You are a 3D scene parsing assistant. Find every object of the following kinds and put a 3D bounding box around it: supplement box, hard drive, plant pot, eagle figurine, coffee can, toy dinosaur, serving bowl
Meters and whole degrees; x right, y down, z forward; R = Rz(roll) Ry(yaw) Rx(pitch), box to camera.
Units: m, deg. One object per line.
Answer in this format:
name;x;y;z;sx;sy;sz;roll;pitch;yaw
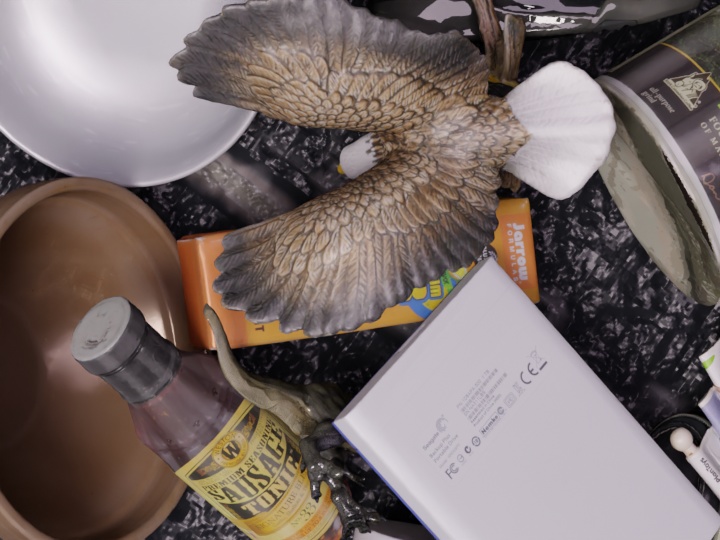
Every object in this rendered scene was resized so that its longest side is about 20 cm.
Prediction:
supplement box;0.000;0.000;0.900;0.198;0.069;0.067;-8;91;-18
hard drive;0.094;0.110;0.857;0.200;0.025;0.132;48;62;-6
plant pot;-0.175;0.054;0.860;0.092;0.200;0.203;-6;91;33
eagle figurine;0.016;-0.065;0.824;0.199;0.152;0.152;-16;59;-39
coffee can;0.246;-0.093;0.901;0.199;0.146;0.147;-31;94;-5
toy dinosaur;-0.018;0.091;0.860;0.047;0.199;0.089;-32;54;22
serving bowl;-0.132;-0.152;0.875;0.198;0.066;0.202;6;116;12

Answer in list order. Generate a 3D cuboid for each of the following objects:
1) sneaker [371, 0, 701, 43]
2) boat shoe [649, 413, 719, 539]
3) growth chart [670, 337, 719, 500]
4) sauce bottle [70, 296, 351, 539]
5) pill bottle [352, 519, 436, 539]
sneaker;0.103;-0.191;0.918;0.197;0.076;0.116;-1;97;-1
boat shoe;0.153;0.175;0.922;0.074;0.066;0.201;29;93;34
growth chart;0.264;0.070;0.943;0.145;0.018;0.200;44;67;-9
sauce bottle;-0.080;0.089;0.861;0.066;0.066;0.200;-48;128;-4
pill bottle;0.018;0.250;0.896;0.107;0.109;0.202;11;89;-6
